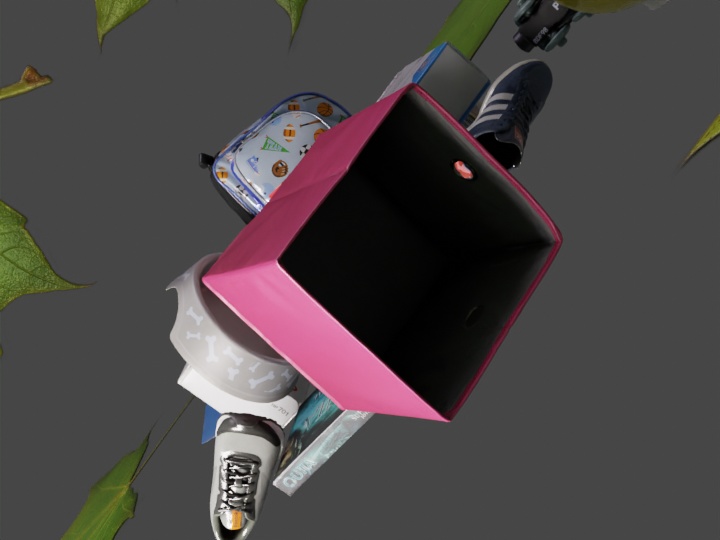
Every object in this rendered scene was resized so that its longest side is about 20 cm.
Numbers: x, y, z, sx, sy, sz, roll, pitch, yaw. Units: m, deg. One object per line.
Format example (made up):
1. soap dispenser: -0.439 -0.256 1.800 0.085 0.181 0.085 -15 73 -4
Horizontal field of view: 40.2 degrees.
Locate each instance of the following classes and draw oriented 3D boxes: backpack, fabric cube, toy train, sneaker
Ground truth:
1. backpack: -0.081 -0.135 1.285 0.191 0.200 0.154 -45 10 -16
2. fabric cube: 0.016 -0.008 0.862 0.201 0.196 0.199 -53 16 -19
3. toy train: 0.279 -0.370 1.282 0.200 0.085 0.114 -48 -1 33
4. sneaker: -0.124 0.223 1.048 0.080 0.073 0.202 -84 4 -46
5. sneaker: 0.170 -0.160 1.123 0.201 0.075 0.084 -51 29 -12

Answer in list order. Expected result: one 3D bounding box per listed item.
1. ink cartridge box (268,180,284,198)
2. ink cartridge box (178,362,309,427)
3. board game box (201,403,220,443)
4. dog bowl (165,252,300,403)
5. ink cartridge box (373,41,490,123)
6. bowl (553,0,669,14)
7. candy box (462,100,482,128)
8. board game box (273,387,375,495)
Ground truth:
1. ink cartridge box: 0.000 -0.059 1.137 0.068 0.199 0.116 -56 12 -19
2. ink cartridge box: -0.139 0.109 1.302 0.086 0.146 0.201 -47 12 25
3. board game box: -0.181 0.198 1.546 0.158 0.039 0.200 -46 17 9
4. dog bowl: -0.140 0.062 1.188 0.059 0.199 0.201 -48 12 27
5. ink cartridge box: 0.073 -0.210 1.321 0.147 0.086 0.200 -53 10 -5
6. bowl: 0.293 -0.337 1.022 0.201 0.107 0.200 -51 10 13
7. candy box: 0.102 -0.147 1.379 0.200 0.056 0.117 -48 11 21
8. board game box: -0.015 0.135 1.048 0.200 0.028 0.136 -48 12 28
